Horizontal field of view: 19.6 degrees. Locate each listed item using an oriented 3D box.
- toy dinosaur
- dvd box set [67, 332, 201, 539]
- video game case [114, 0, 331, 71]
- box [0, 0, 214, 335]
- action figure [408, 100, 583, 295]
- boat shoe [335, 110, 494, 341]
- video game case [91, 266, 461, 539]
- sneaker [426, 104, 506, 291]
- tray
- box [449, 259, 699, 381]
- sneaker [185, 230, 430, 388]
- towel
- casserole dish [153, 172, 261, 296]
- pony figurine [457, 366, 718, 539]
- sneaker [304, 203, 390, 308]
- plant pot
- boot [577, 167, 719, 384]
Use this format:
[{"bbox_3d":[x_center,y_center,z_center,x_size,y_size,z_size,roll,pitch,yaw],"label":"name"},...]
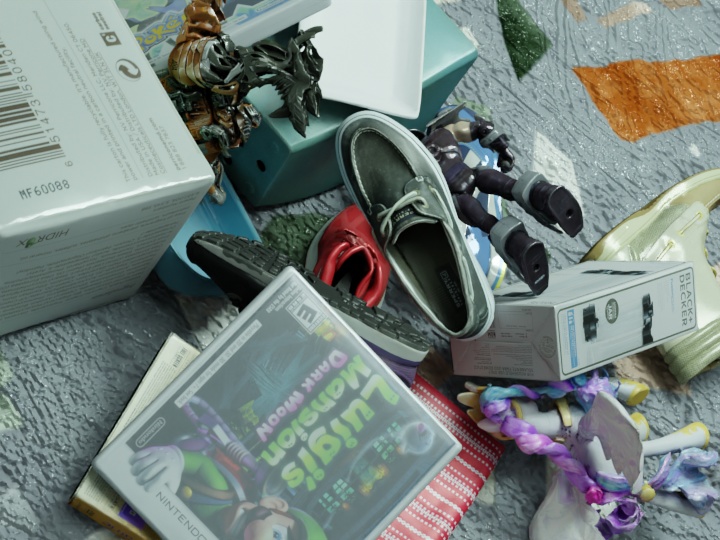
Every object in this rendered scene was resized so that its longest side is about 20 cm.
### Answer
[{"bbox_3d":[-0.100,-0.146,1.568,0.134,0.201,0.103,7,37,5],"label":"toy dinosaur"},{"bbox_3d":[-0.091,0.158,1.511,0.199,0.029,0.147,32,64,-7],"label":"dvd box set"},{"bbox_3d":[-0.145,-0.219,1.675,0.199,0.022,0.183,-27,42,-8],"label":"video game case"},{"bbox_3d":[-0.253,-0.080,1.516,0.199,0.171,0.200,-16,67,-40],"label":"box"},{"bbox_3d":[0.088,-0.064,1.693,0.200,0.130,0.069,36,-8,41],"label":"action figure"},{"bbox_3d":[0.044,-0.037,1.616,0.201,0.072,0.071,57,9,4],"label":"boat shoe"},{"bbox_3d":[-0.057,0.131,1.475,0.200,0.023,0.182,-45,93,-12],"label":"video game case"},{"bbox_3d":[0.072,-0.063,1.778,0.082,0.074,0.201,11,51,-22],"label":"sneaker"},{"bbox_3d":[0.000,-0.213,1.690,0.106,0.022,0.202,12,60,-15],"label":"tray"},{"bbox_3d":[0.177,0.038,1.713,0.199,0.116,0.061,-16,102,-47],"label":"box"},{"bbox_3d":[-0.054,0.046,1.542,0.199,0.088,0.076,30,12,12],"label":"sneaker"},{"bbox_3d":[0.019,0.154,1.616,0.144,0.023,0.200,40,45,-1],"label":"towel"},{"bbox_3d":[-0.145,-0.053,1.638,0.121,0.039,0.201,2,53,-55],"label":"casserole dish"},{"bbox_3d":[0.190,0.152,1.653,0.199,0.167,0.193,6,32,-33],"label":"pony figurine"},{"bbox_3d":[0.000,0.000,1.653,0.078,0.116,0.201,28,48,-10],"label":"sneaker"},{"bbox_3d":[-0.036,-0.152,1.734,0.142,0.141,0.200,48,52,9],"label":"plant pot"},{"bbox_3d":[0.303,0.004,1.872,0.199,0.072,0.155,-32,77,-38],"label":"boot"}]
